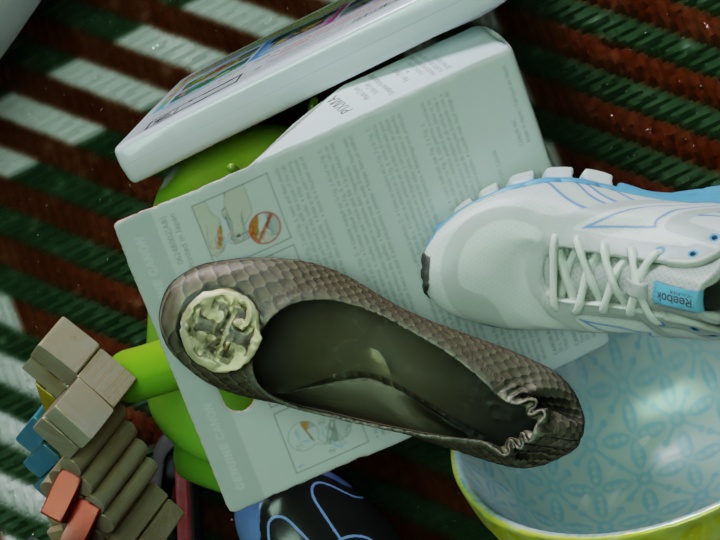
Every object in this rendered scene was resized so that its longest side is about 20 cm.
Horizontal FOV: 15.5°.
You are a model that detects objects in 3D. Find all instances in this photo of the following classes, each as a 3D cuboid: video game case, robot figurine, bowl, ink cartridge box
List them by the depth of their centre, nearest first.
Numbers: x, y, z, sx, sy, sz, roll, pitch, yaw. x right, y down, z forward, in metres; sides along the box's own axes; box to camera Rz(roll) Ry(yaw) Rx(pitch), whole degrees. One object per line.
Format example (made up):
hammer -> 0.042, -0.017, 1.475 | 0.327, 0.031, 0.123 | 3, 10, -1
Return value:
ink cartridge box -> 0.000, 0.000, 1.224 | 0.200, 0.047, 0.160 | -24, 114, -8
bowl -> 0.154, 0.094, 1.249 | 0.200, 0.200, 0.108 | -19, 123, 13
video game case -> -0.014, -0.111, 1.294 | 0.200, 0.182, 0.024 | -26, 100, 12
robot figurine -> -0.046, 0.017, 1.297 | 0.115, 0.175, 0.200 | 19, 126, 21

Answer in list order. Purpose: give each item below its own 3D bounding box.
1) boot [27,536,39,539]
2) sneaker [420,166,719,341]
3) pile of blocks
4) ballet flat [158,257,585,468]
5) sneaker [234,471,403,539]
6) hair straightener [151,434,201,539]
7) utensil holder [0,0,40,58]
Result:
boot -> -0.159, 0.224, 1.196 | 0.069, 0.200, 0.174 | 24, 63, -1
sneaker -> 0.126, -0.002, 1.173 | 0.200, 0.087, 0.075 | -3, 106, 2
pile of blocks -> -0.132, 0.121, 1.265 | 0.082, 0.062, 0.200 | -1, 124, 30
ballet flat -> 0.007, 0.045, 1.177 | 0.200, 0.046, 0.067 | 19, 106, -11
sneaker -> 0.019, 0.172, 1.266 | 0.070, 0.078, 0.200 | -42, 105, -15
hair straightener -> -0.118, 0.144, 1.364 | 0.077, 0.041, 0.200 | -3, 89, 16
utensil holder -> -0.258, -0.148, 1.372 | 0.170, 0.170, 0.200 | 38, 93, 16
